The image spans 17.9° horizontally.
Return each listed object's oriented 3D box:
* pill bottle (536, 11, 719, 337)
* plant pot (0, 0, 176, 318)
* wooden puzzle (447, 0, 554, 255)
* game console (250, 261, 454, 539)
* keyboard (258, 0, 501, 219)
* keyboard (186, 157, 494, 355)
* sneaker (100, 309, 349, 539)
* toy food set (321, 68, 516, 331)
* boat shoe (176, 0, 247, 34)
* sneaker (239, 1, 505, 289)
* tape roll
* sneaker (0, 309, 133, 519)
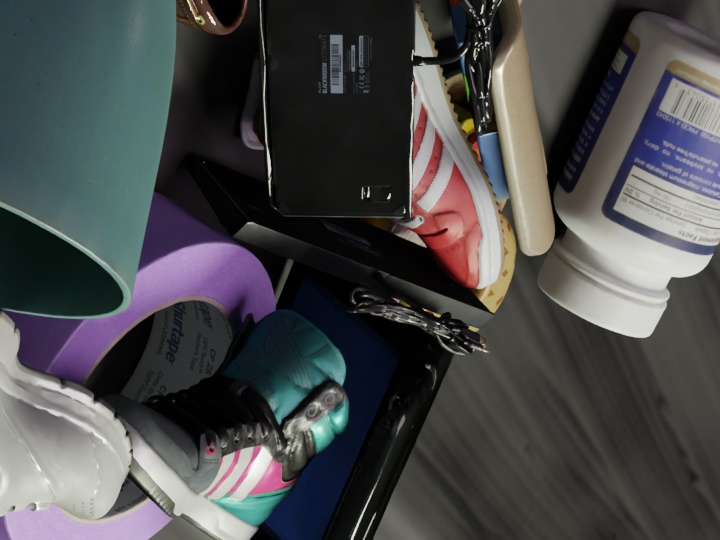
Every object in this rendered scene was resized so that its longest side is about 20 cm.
[{"bbox_3d":[0.201,-0.063,1.562,0.119,0.119,0.201,0,119,-57],"label":"pill bottle"},{"bbox_3d":[-0.162,-0.092,0.904,0.201,0.199,0.162,44,59,-61],"label":"plant pot"},{"bbox_3d":[0.072,-0.136,1.289,0.186,0.046,0.201,73,11,-54],"label":"wooden puzzle"},{"bbox_3d":[-0.037,0.110,1.301,0.176,0.116,0.201,-49,163,-68],"label":"game console"},{"bbox_3d":[0.013,-0.108,1.141,0.021,0.126,0.201,-87,178,-49],"label":"keyboard"},{"bbox_3d":[0.000,0.000,1.257,0.199,0.127,0.021,20,110,-42],"label":"keyboard"},{"bbox_3d":[-0.067,0.071,1.180,0.121,0.083,0.200,-51,158,-3],"label":"sneaker"},{"bbox_3d":[0.042,-0.032,1.420,0.197,0.049,0.201,-17,132,-50],"label":"toy food set"},{"bbox_3d":[-0.081,-0.199,1.048,0.070,0.070,0.201,-38,144,-29],"label":"boat shoe"},{"bbox_3d":[0.004,-0.057,1.265,0.112,0.071,0.201,-34,116,-21],"label":"sneaker"},{"bbox_3d":[-0.135,0.059,1.218,0.200,0.065,0.201,-38,145,-33],"label":"tape roll"},{"bbox_3d":[-0.169,0.076,1.012,0.200,0.074,0.088,47,55,-56],"label":"sneaker"}]
